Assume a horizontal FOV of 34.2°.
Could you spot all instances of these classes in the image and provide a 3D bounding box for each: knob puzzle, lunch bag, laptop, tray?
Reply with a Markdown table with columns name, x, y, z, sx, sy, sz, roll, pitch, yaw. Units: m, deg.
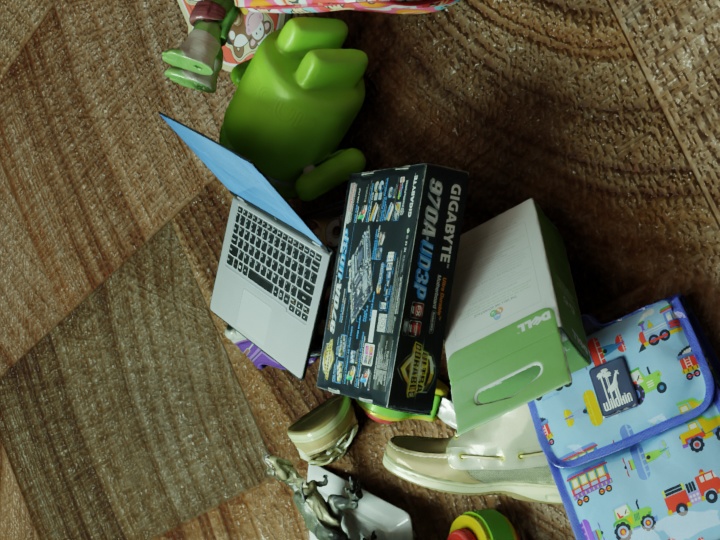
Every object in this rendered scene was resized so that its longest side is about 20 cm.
| name | x | y | z | sx | sy | sz | roll | pitch | yaw |
| --- | --- | --- | --- | --- | --- | --- | --- | --- | --- |
| knob puzzle | -0.140 | -0.299 | 1.242 | 0.218 | 0.030 | 0.224 | 15 | 112 | 42 |
| lunch bag | -0.019 | -0.261 | 1.021 | 0.198 | 0.175 | 0.083 | 10 | 110 | 43 |
| laptop | -0.123 | -0.025 | 1.113 | 0.187 | 0.115 | 0.203 | 30 | 111 | 49 |
| tray | -0.007 | 0.284 | 1.255 | 0.199 | 0.022 | 0.109 | 14 | 110 | 56 |
| lunch bag | 0.225 | 0.126 | 0.933 | 0.149 | 0.094 | 0.202 | -30 | 70 | 22 |

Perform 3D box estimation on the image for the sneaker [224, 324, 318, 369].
| name | x | y | z | sx | sy | sz | roll | pitch | yaw |
| --- | --- | --- | --- | --- | --- | --- | --- | --- | --- |
| sneaker | -0.056 | 0.063 | 1.248 | 0.198 | 0.081 | 0.084 | -13 | 118 | 46 |

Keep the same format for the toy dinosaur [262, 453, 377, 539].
| name | x | y | z | sx | sy | sz | roll | pitch | yaw |
| --- | --- | --- | --- | --- | --- | --- | --- | --- | --- |
| toy dinosaur | -0.025 | 0.264 | 1.210 | 0.088 | 0.047 | 0.202 | -25 | 95 | 41 |

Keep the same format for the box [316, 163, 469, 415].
| name | x | y | z | sx | sy | sz | roll | pitch | yaw |
| --- | --- | --- | --- | --- | --- | --- | --- | --- | --- |
| box | 0.024 | 0.014 | 1.008 | 0.158 | 0.045 | 0.204 | -179 | 99 | -66 |

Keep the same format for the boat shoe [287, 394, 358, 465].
| name | x | y | z | sx | sy | sz | roll | pitch | yaw |
| --- | --- | --- | --- | --- | --- | --- | --- | --- | --- |
| boat shoe | -0.033 | 0.170 | 1.193 | 0.064 | 0.073 | 0.201 | 57 | 169 | 3 |

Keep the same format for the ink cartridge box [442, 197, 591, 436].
| name | x | y | z | sx | sy | sz | roll | pitch | yaw |
| --- | --- | --- | --- | --- | --- | --- | --- | --- | --- |
| ink cartridge box | 0.123 | 0.047 | 0.950 | 0.103 | 0.059 | 0.202 | -27 | 41 | 21 |

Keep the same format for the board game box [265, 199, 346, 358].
| name | x | y | z | sx | sy | sz | roll | pitch | yaw |
| --- | --- | --- | --- | --- | --- | --- | --- | --- | --- |
| board game box | 0.000 | 0.000 | 1.121 | 0.198 | 0.034 | 0.138 | -17 | 73 | 32 |

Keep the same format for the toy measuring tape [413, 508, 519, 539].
| name | x | y | z | sx | sy | sz | roll | pitch | yaw |
| --- | --- | --- | --- | --- | --- | --- | --- | --- | --- |
| toy measuring tape | 0.097 | 0.260 | 1.144 | 0.199 | 0.073 | 0.075 | 8 | 108 | 58 |

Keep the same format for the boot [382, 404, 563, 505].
| name | x | y | z | sx | sy | sz | roll | pitch | yaw |
| --- | --- | --- | --- | --- | --- | --- | --- | --- | --- |
| boot | 0.116 | 0.119 | 1.037 | 0.197 | 0.072 | 0.158 | 4 | 102 | 18 |

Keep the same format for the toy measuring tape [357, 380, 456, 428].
| name | x | y | z | sx | sy | sz | roll | pitch | yaw |
| --- | --- | --- | --- | --- | --- | --- | --- | --- | --- |
| toy measuring tape | 0.053 | 0.132 | 1.130 | 0.199 | 0.073 | 0.075 | 37 | 126 | 33 |

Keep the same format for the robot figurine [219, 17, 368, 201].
| name | x | y | z | sx | sy | sz | roll | pitch | yaw |
| --- | --- | --- | --- | --- | --- | --- | --- | --- | --- |
| robot figurine | -0.069 | -0.153 | 1.149 | 0.177 | 0.114 | 0.201 | 57 | 135 | 26 |

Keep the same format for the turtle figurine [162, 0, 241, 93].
| name | x | y | z | sx | sy | sz | roll | pitch | yaw |
| --- | --- | --- | --- | --- | --- | --- | --- | --- | --- |
| turtle figurine | -0.160 | -0.287 | 1.122 | 0.143 | 0.198 | 0.197 | 5 | 75 | 53 |
